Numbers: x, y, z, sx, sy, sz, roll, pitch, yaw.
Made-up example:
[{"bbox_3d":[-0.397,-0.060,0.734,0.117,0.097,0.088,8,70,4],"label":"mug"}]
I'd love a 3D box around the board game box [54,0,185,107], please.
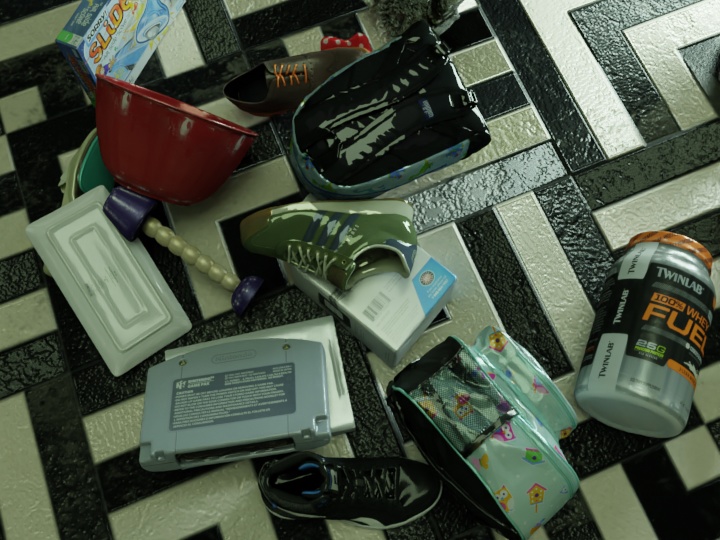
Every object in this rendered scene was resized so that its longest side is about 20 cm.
[{"bbox_3d":[-0.299,-0.320,1.072,0.034,0.136,0.203,21,70,13],"label":"board game box"}]

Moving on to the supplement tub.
[{"bbox_3d":[0.317,0.068,0.927,0.120,0.123,0.203,19,70,8],"label":"supplement tub"}]

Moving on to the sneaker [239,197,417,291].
[{"bbox_3d":[-0.032,-0.022,0.917,0.195,0.067,0.092,-6,63,-5],"label":"sneaker"}]

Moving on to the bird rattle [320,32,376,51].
[{"bbox_3d":[0.023,-0.203,1.050,0.196,0.113,0.167,17,85,10],"label":"bird rattle"}]

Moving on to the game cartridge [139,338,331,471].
[{"bbox_3d":[-0.130,0.136,0.891,0.195,0.042,0.135,-8,41,2],"label":"game cartridge"}]

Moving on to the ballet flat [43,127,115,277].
[{"bbox_3d":[-0.342,-0.081,1.021,0.068,0.070,0.205,5,69,2],"label":"ballet flat"}]

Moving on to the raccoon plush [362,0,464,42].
[{"bbox_3d":[0.070,-0.368,1.066,0.096,0.199,0.135,-35,92,-30],"label":"raccoon plush"}]

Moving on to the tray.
[{"bbox_3d":[-0.288,0.008,0.967,0.106,0.022,0.202,-32,89,-20],"label":"tray"}]

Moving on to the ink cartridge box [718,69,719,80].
[{"bbox_3d":[0.550,-0.305,1.031,0.143,0.201,0.086,16,69,6],"label":"ink cartridge box"}]

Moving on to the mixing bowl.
[{"bbox_3d":[-0.228,-0.144,0.991,0.196,0.200,0.111,21,98,8],"label":"mixing bowl"}]

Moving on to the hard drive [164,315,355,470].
[{"bbox_3d":[-0.114,0.135,0.951,0.195,0.025,0.135,-11,69,-5],"label":"hard drive"}]

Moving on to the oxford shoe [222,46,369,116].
[{"bbox_3d":[-0.077,-0.228,1.028,0.196,0.072,0.073,-11,88,27],"label":"oxford shoe"}]

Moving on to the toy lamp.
[{"bbox_3d":[-0.206,-0.025,0.972,0.199,0.058,0.059,38,71,-5],"label":"toy lamp"}]

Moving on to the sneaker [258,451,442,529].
[{"bbox_3d":[-0.009,0.226,0.869,0.195,0.112,0.075,-3,69,-1],"label":"sneaker"}]

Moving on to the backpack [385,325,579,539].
[{"bbox_3d":[0.135,0.167,0.861,0.152,0.176,0.202,-32,76,-8],"label":"backpack"}]

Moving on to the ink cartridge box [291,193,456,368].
[{"bbox_3d":[0.000,0.000,0.982,0.199,0.067,0.116,39,74,14],"label":"ink cartridge box"}]

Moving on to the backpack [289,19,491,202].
[{"bbox_3d":[0.016,-0.155,0.939,0.198,0.154,0.165,-31,87,-24],"label":"backpack"}]
